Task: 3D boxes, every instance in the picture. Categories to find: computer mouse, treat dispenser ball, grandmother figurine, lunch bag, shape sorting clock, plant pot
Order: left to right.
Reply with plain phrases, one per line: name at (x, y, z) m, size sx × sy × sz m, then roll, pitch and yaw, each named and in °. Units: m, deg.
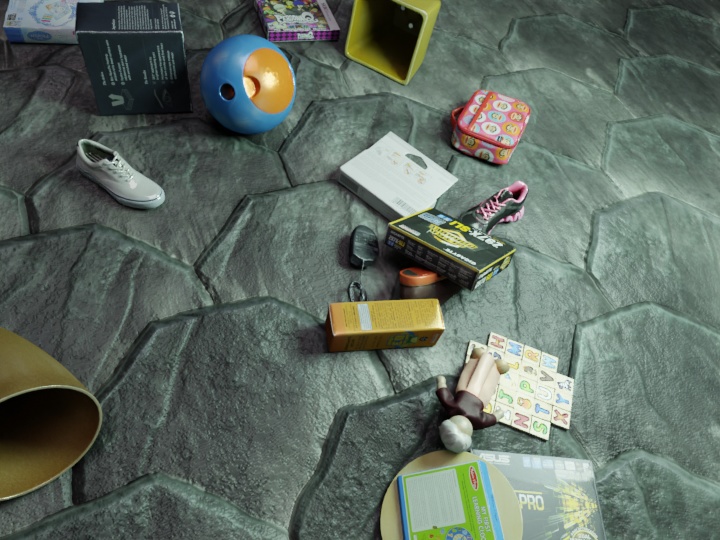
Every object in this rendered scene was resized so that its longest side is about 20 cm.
plant pot at (-0.485, 0.169, 0.743) m, size 0.186 × 0.187 × 0.200 m, roll -31°, pitch 52°, yaw -28°
treat dispenser ball at (-0.239, -0.394, 1.165) m, size 0.201 × 0.201 × 0.201 m, roll 5°, pitch 54°, yaw -8°
computer mouse at (0.000, 0.000, 1.042) m, size 0.059 × 0.034 × 0.200 m, roll 18°, pitch 57°, yaw -20°
plant pot at (0.104, -0.645, 1.427) m, size 0.195 × 0.194 × 0.200 m, roll 30°, pitch 50°, yaw 11°
shape sorting clock at (0.127, 0.352, 0.774) m, size 0.200 × 0.039 × 0.200 m, roll -13°, pitch 44°, yaw 13°
grandmother figurine at (0.175, 0.208, 0.880) m, size 0.121 × 0.061 × 0.200 m, roll 21°, pitch 40°, yaw 15°
lunch bag at (0.306, -0.355, 1.328) m, size 0.176 × 0.082 × 0.200 m, roll 23°, pitch 52°, yaw 10°

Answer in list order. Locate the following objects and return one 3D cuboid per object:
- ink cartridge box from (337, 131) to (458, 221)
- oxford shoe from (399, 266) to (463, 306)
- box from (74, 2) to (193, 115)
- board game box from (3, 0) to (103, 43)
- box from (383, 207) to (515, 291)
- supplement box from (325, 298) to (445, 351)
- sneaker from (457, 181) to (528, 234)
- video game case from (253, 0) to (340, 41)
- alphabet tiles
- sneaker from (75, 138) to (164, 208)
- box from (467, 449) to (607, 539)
ink cartridge box at (0.081, -0.196, 1.185) m, size 0.200 × 0.045 × 0.176 m, roll 39°, pitch 57°, yaw 16°
oxford shoe at (0.154, 0.028, 1.038) m, size 0.200 × 0.073 × 0.071 m, roll -7°, pitch 18°, yaw -31°
box at (-0.471, -0.446, 1.157) m, size 0.200 × 0.197 × 0.118 m, roll -8°, pitch 56°, yaw -16°
board game box at (-0.737, -0.627, 1.327) m, size 0.199 × 0.043 × 0.200 m, roll -5°, pitch 56°, yaw -14°
box at (0.171, -0.047, 1.040) m, size 0.200 × 0.049 × 0.160 m, roll 31°, pitch 32°, yaw 28°
supplement box at (0.042, 0.095, 0.956) m, size 0.200 × 0.067 × 0.069 m, roll -4°, pitch 56°, yaw -13°
sneaker at (0.279, -0.131, 1.149) m, size 0.200 × 0.095 × 0.079 m, roll -30°, pitch 67°, yaw -27°
video game case at (-0.175, -0.692, 1.493) m, size 0.200 × 0.036 × 0.181 m, roll -9°, pitch 56°, yaw -17°
alphabet tiles at (0.278, 0.200, 0.966) m, size 0.200 × 0.006 × 0.167 m, roll 21°, pitch 54°, yaw 4°
sneaker at (-0.469, -0.185, 1.049) m, size 0.200 × 0.071 × 0.073 m, roll 26°, pitch 54°, yaw 8°
box at (0.259, 0.363, 0.819) m, size 0.200 × 0.049 × 0.161 m, roll 7°, pitch 52°, yaw -4°
